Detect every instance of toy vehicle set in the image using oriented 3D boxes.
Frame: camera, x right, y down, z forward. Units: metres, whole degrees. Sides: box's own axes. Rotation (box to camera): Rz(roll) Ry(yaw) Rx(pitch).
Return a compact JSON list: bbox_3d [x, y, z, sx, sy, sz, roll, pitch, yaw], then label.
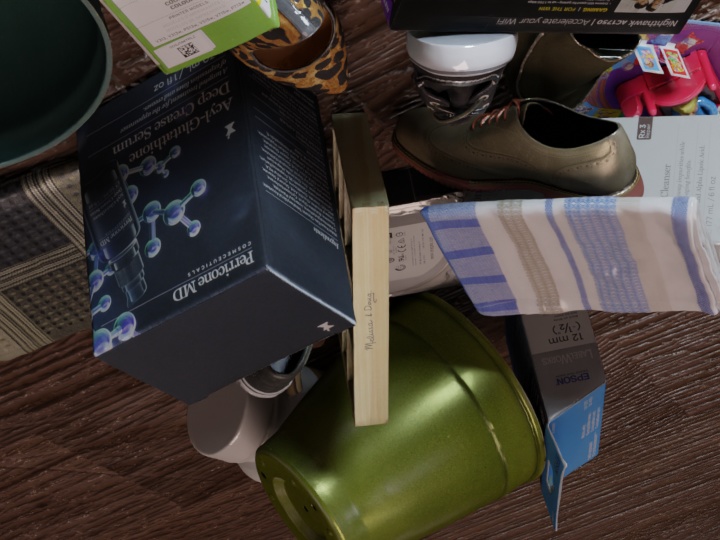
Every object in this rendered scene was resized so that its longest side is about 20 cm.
[{"bbox_3d":[0.000,0.000,1.211,0.026,0.125,0.201,-5,126,-6],"label":"toy vehicle set"}]

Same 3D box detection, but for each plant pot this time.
[{"bbox_3d":[-0.247,-0.167,0.925,0.199,0.135,0.201,-8,149,-5],"label":"plant pot"},{"bbox_3d":[0.021,0.153,1.380,0.193,0.200,0.201,-35,155,-22],"label":"plant pot"}]

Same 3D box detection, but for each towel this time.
[{"bbox_3d":[0.156,-0.007,1.154,0.199,0.024,0.147,0,150,22],"label":"towel"},{"bbox_3d":[-0.257,-0.008,1.281,0.192,0.035,0.200,-20,145,10],"label":"towel"}]

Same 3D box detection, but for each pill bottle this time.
[{"bbox_3d":[-0.056,0.146,1.499,0.199,0.115,0.114,20,137,-40],"label":"pill bottle"}]

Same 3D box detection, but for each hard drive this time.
[{"bbox_3d":[-0.013,-0.020,1.322,0.199,0.038,0.140,-9,148,-1],"label":"hard drive"}]

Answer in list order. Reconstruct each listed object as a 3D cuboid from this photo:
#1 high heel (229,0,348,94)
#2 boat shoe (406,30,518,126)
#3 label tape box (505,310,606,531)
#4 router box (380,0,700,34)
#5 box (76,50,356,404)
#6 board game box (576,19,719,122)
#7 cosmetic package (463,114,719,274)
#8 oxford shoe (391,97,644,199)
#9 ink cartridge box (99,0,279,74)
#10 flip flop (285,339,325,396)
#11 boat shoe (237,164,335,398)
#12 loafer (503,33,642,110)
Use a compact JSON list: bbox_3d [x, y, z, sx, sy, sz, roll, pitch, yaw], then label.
[{"bbox_3d":[-0.035,-0.140,1.019,0.071,0.143,0.200,-44,141,2],"label":"high heel"},{"bbox_3d":[0.062,-0.127,1.041,0.069,0.067,0.200,0,-168,-1],"label":"boat shoe"},{"bbox_3d":[0.177,0.106,1.422,0.066,0.201,0.144,-12,149,-2],"label":"label tape box"},{"bbox_3d":[0.122,-0.202,0.930,0.199,0.051,0.149,-2,148,-20],"label":"router box"},{"bbox_3d":[-0.103,-0.035,1.115,0.148,0.201,0.107,-27,145,23],"label":"box"},{"bbox_3d":[0.246,-0.122,1.232,0.199,0.039,0.158,3,146,-20],"label":"board game box"},{"bbox_3d":[0.180,-0.049,1.212,0.199,0.114,0.081,-1,152,18],"label":"cosmetic package"},{"bbox_3d":[0.108,-0.099,1.156,0.199,0.071,0.075,13,139,29],"label":"oxford shoe"},{"bbox_3d":[-0.127,-0.224,0.858,0.075,0.149,0.200,-20,147,14],"label":"ink cartridge box"},{"bbox_3d":[-0.049,0.031,1.297,0.057,0.081,0.201,-16,145,-17],"label":"flip flop"},{"bbox_3d":[-0.049,-0.007,1.174,0.068,0.201,0.057,13,164,-20],"label":"boat shoe"},{"bbox_3d":[0.149,-0.165,1.107,0.075,0.070,0.200,-3,147,-12],"label":"loafer"}]
